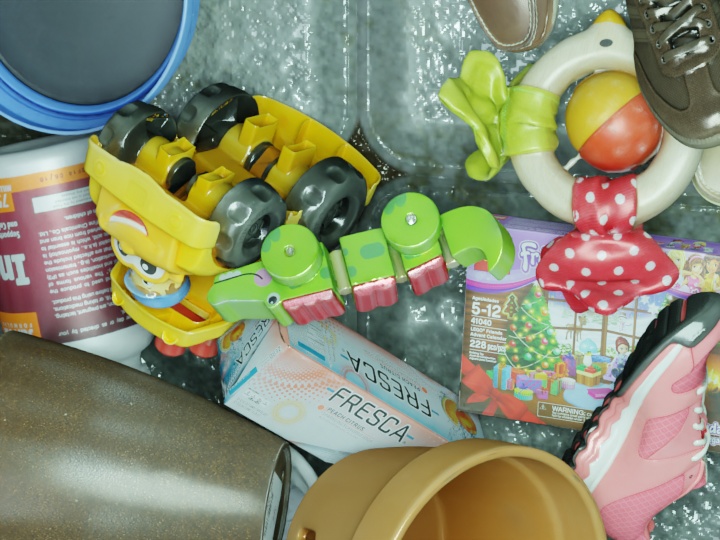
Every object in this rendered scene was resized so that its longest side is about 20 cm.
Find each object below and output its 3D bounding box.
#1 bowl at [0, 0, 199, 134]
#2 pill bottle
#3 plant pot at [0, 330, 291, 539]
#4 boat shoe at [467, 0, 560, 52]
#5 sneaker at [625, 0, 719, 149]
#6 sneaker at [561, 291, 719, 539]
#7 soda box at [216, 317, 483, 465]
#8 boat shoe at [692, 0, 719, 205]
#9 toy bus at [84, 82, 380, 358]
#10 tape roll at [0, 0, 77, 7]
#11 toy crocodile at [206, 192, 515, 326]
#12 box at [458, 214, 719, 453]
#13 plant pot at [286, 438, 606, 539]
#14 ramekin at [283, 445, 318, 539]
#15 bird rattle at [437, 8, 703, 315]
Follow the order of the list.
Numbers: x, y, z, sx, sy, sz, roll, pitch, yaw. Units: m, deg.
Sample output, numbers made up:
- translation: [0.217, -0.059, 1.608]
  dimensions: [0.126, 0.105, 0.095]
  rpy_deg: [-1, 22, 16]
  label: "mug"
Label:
- translation: [-0.203, -0.195, 1.529]
  dimensions: [0.200, 0.039, 0.202]
  rpy_deg: [5, 104, 19]
  label: "bowl"
- translation: [-0.211, 0.005, 1.610]
  dimensions: [0.112, 0.113, 0.201]
  rpy_deg: [-7, 100, 22]
  label: "pill bottle"
- translation: [-0.152, 0.147, 1.489]
  dimensions: [0.199, 0.187, 0.188]
  rpy_deg: [8, 106, 9]
  label: "plant pot"
- translation: [0.067, -0.231, 1.399]
  dimensions: [0.075, 0.072, 0.201]
  rpy_deg: [-17, 95, 36]
  label: "boat shoe"
- translation: [0.188, -0.168, 1.380]
  dimensions: [0.070, 0.076, 0.201]
  rpy_deg: [-23, 55, 16]
  label: "sneaker"
- translation: [0.203, 0.100, 1.465]
  dimensions: [0.087, 0.074, 0.201]
  rpy_deg: [30, 120, 0]
  label: "sneaker"
- translation: [-0.004, 0.093, 1.519]
  dimensions: [0.200, 0.064, 0.068]
  rpy_deg: [33, 119, -32]
  label: "soda box"
- translation: [0.249, -0.135, 1.426]
  dimensions: [0.072, 0.065, 0.201]
  rpy_deg: [18, 108, 16]
  label: "boat shoe"
- translation: [-0.108, -0.014, 1.520]
  dimensions: [0.136, 0.200, 0.193]
  rpy_deg: [36, 119, 25]
  label: "toy bus"
- translation: [-0.220, -0.289, 1.569]
  dimensions: [0.199, 0.066, 0.201]
  rpy_deg: [5, 104, 20]
  label: "tape roll"
- translation: [0.000, 0.000, 1.424]
  dimensions: [0.199, 0.068, 0.062]
  rpy_deg: [-15, 66, 4]
  label: "toy crocodile"
- translation: [0.168, 0.042, 1.513]
  dimensions: [0.199, 0.039, 0.138]
  rpy_deg: [8, 105, 19]
  label: "box"
- translation: [0.044, 0.198, 1.447]
  dimensions: [0.140, 0.199, 0.201]
  rpy_deg: [15, 111, 52]
  label: "plant pot"
- translation: [-0.089, 0.223, 1.577]
  dimensions: [0.200, 0.098, 0.201]
  rpy_deg: [-15, 55, 23]
  label: "ramekin"
- translation: [0.148, -0.076, 1.433]
  dimensions: [0.163, 0.113, 0.200]
  rpy_deg: [-44, 66, 11]
  label: "bird rattle"
